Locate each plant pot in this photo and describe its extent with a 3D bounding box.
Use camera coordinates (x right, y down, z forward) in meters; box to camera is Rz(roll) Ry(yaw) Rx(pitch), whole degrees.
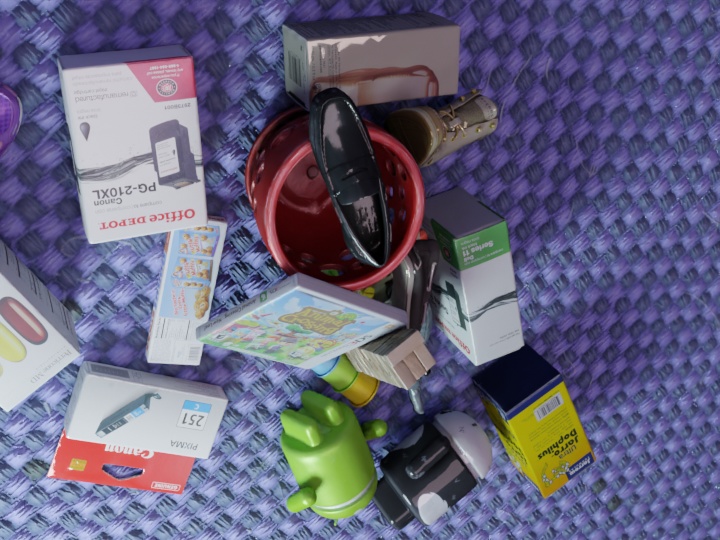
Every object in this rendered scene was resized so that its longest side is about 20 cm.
[{"bbox_3d":[-0.045,-0.099,1.112,0.197,0.183,0.204,-9,116,-20],"label":"plant pot"}]

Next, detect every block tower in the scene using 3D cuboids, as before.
[{"bbox_3d":[0.031,0.107,1.197,0.054,0.200,0.058,-39,102,-15],"label":"block tower"}]

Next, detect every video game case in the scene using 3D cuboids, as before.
[{"bbox_3d":[-0.070,0.068,1.120,0.181,0.022,0.199,-27,149,33],"label":"video game case"}]

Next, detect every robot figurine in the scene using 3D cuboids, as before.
[{"bbox_3d":[0.107,0.302,1.392,0.199,0.150,0.125,-39,106,-5],"label":"robot figurine"},{"bbox_3d":[-0.043,0.270,1.313,0.175,0.115,0.202,-41,125,-32],"label":"robot figurine"}]

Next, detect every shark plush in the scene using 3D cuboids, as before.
[{"bbox_3d":[0.070,0.123,1.313,0.090,0.083,0.203,-8,117,-32],"label":"shark plush"}]

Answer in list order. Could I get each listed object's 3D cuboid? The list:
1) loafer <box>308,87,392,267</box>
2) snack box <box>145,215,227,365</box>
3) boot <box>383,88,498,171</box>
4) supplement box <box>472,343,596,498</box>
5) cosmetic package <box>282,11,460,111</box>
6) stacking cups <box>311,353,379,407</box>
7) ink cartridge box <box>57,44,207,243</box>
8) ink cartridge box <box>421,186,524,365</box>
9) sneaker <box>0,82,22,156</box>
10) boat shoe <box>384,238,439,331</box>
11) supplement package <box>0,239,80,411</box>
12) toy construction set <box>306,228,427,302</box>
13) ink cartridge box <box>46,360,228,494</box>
[{"bbox_3d":[-0.004,-0.097,0.985,0.067,0.070,0.203,-22,118,-11],"label":"loafer"},{"bbox_3d":[-0.226,0.026,1.179,0.071,0.024,0.203,6,109,-25],"label":"snack box"},{"bbox_3d":[0.107,-0.182,1.147,0.153,0.200,0.073,-25,89,-13],"label":"boot"},{"bbox_3d":[0.276,0.237,1.444,0.109,0.109,0.202,-33,121,-7],"label":"supplement box"},{"bbox_3d":[0.013,-0.258,1.116,0.197,0.103,0.089,-10,117,-18],"label":"cosmetic package"},{"bbox_3d":[-0.058,0.119,1.272,0.199,0.061,0.061,39,93,-32],"label":"stacking cups"},{"bbox_3d":[-0.259,-0.146,1.053,0.142,0.084,0.203,-10,116,-19],"label":"ink cartridge box"},{"bbox_3d":[0.149,0.007,1.266,0.082,0.147,0.203,-21,118,-13],"label":"ink cartridge box"},{"bbox_3d":[-0.443,-0.118,0.983,0.200,0.088,0.081,-44,121,-2],"label":"sneaker"},{"bbox_3d":[0.070,0.036,1.194,0.056,0.067,0.202,-21,145,-19],"label":"boat shoe"},{"bbox_3d":[-0.430,0.040,1.044,0.113,0.110,0.201,-38,122,-4],"label":"supplement package"},{"bbox_3d":[0.000,0.000,1.236,0.197,0.092,0.133,-21,119,-2],"label":"toy construction set"},{"bbox_3d":[-0.298,0.224,1.223,0.197,0.045,0.179,15,104,-28],"label":"ink cartridge box"}]
